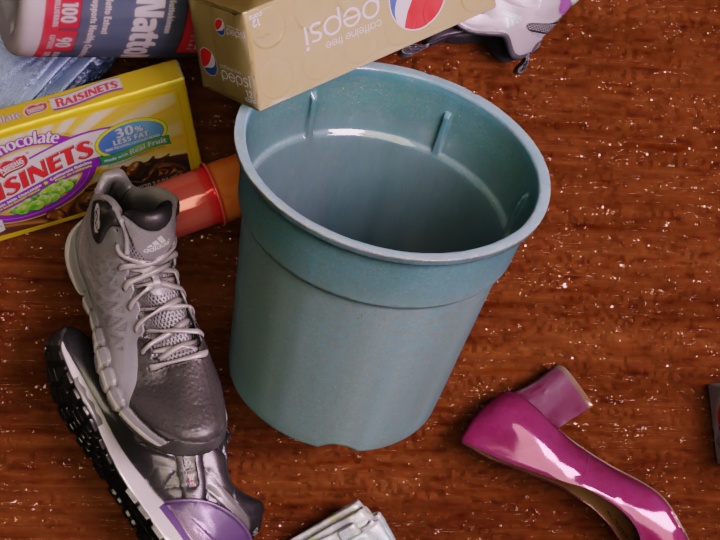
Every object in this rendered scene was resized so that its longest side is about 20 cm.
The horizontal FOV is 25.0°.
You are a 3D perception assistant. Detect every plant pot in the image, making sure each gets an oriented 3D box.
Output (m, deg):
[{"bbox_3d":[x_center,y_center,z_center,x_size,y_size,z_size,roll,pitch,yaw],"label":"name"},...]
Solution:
[{"bbox_3d":[0.000,0.000,1.060,0.200,0.200,0.196,9,129,-10],"label":"plant pot"}]

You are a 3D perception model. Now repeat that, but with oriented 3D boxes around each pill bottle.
[{"bbox_3d":[-0.132,-0.199,1.063,0.200,0.120,0.120,-3,90,-21],"label":"pill bottle"}]

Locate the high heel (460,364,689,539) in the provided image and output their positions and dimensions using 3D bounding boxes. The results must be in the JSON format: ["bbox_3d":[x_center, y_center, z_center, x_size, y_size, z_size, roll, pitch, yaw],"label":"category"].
[{"bbox_3d":[0.159,0.172,1.170,0.096,0.067,0.200,-33,80,-18],"label":"high heel"}]

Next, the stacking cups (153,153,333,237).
[{"bbox_3d":[-0.049,-0.077,1.131,0.200,0.061,0.061,-18,93,-14],"label":"stacking cups"}]

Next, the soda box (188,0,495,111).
[{"bbox_3d":[-0.009,-0.173,1.037,0.200,0.064,0.068,-28,125,-30],"label":"soda box"}]

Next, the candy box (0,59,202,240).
[{"bbox_3d":[-0.209,-0.073,1.097,0.200,0.102,0.026,-18,49,-9],"label":"candy box"}]

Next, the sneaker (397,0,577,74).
[{"bbox_3d":[0.055,-0.216,1.149,0.200,0.078,0.140,34,84,-8],"label":"sneaker"}]

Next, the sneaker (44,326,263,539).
[{"bbox_3d":[-0.142,0.116,1.128,0.088,0.076,0.200,-33,99,-23],"label":"sneaker"}]

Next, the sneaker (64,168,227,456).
[{"bbox_3d":[-0.137,0.017,1.055,0.075,0.116,0.200,-15,59,-30],"label":"sneaker"}]

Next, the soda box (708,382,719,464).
[{"bbox_3d":[0.365,0.103,1.205,0.200,0.068,0.063,-8,92,-9],"label":"soda box"}]

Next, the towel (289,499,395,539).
[{"bbox_3d":[-0.022,0.286,1.151,0.171,0.048,0.200,-27,94,-6],"label":"towel"}]

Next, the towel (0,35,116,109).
[{"bbox_3d":[-0.274,-0.177,1.108,0.200,0.049,0.112,44,84,-8],"label":"towel"}]
